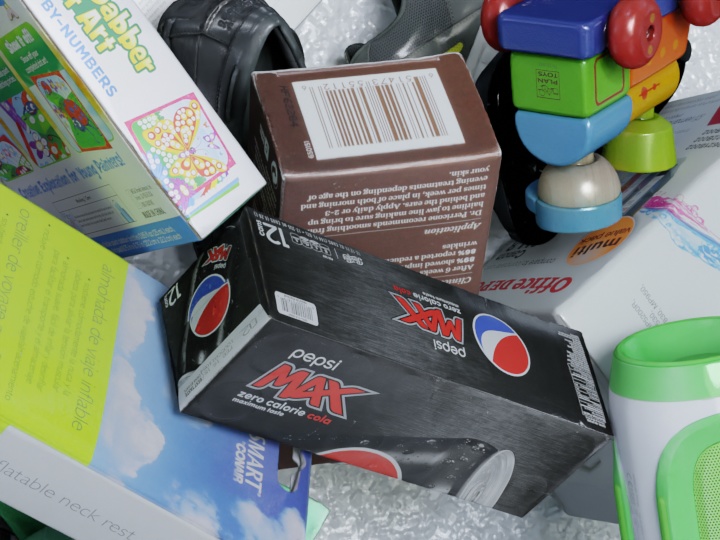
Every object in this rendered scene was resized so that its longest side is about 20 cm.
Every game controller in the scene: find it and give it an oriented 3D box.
[{"bbox_3d":[0.118,-0.101,1.042,0.200,0.042,0.105,-47,141,-42],"label":"game controller"}]

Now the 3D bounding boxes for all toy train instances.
[{"bbox_3d":[0.141,-0.102,0.990,0.200,0.084,0.117,-32,125,-47],"label":"toy train"}]

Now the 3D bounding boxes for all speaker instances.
[{"bbox_3d":[0.165,0.127,0.921,0.088,0.088,0.202,-16,104,-23],"label":"speaker"}]

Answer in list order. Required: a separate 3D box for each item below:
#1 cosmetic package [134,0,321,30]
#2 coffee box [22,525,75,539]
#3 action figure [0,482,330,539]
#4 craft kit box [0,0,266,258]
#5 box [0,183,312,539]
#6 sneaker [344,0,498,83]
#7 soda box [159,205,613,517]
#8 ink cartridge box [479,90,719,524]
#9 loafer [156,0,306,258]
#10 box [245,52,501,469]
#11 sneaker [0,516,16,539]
[{"bbox_3d":[-0.082,-0.179,0.999,0.151,0.052,0.200,45,72,-13],"label":"cosmetic package"},{"bbox_3d":[-0.123,0.201,0.903,0.122,0.044,0.201,-29,132,-11],"label":"coffee box"},{"bbox_3d":[-0.124,0.091,0.902,0.118,0.055,0.200,-46,120,8],"label":"action figure"},{"bbox_3d":[-0.147,-0.095,0.887,0.049,0.200,0.198,-44,105,-20],"label":"craft kit box"},{"bbox_3d":[-0.111,0.049,0.834,0.199,0.048,0.122,33,37,-24],"label":"box"},{"bbox_3d":[0.022,-0.074,1.037,0.084,0.074,0.201,21,80,-1],"label":"sneaker"},{"bbox_3d":[0.014,0.044,0.874,0.199,0.071,0.064,21,38,-35],"label":"soda box"},{"bbox_3d":[0.169,0.018,1.045,0.200,0.145,0.145,-41,104,-20],"label":"ink cartridge box"},{"bbox_3d":[-0.045,-0.042,0.962,0.068,0.070,0.202,-37,132,-31],"label":"loafer"},{"bbox_3d":[0.000,0.000,0.925,0.099,0.201,0.075,-6,46,-13],"label":"box"},{"bbox_3d":[-0.195,0.104,0.923,0.078,0.079,0.202,2,85,-22],"label":"sneaker"}]
